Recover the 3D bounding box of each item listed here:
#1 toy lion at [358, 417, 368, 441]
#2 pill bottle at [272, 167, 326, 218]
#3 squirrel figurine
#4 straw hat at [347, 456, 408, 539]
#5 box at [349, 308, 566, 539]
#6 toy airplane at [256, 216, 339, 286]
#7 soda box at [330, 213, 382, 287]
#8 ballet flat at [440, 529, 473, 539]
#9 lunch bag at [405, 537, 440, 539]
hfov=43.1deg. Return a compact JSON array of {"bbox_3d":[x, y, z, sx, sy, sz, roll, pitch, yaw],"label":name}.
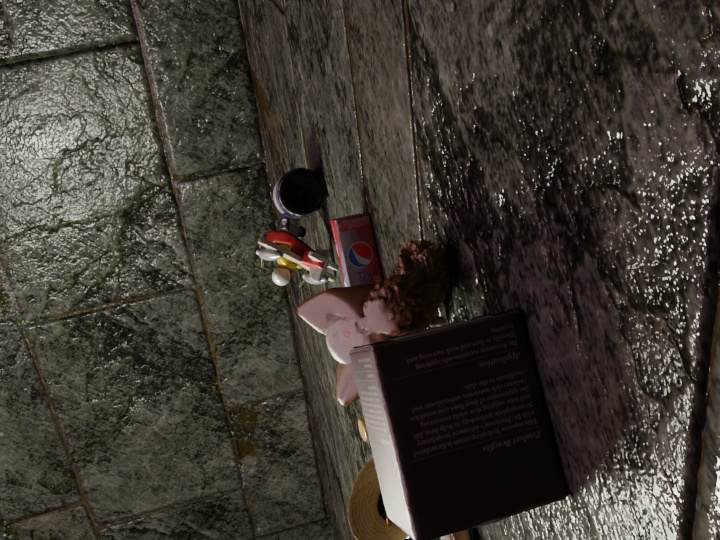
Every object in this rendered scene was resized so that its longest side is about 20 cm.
[{"bbox_3d":[0.043,0.272,1.783,0.192,0.068,0.201,-176,74,-73],"label":"toy lion"},{"bbox_3d":[-0.147,-0.177,2.121,0.200,0.111,0.113,-168,65,-80],"label":"pill bottle"},{"bbox_3d":[0.051,0.052,1.169,0.200,0.186,0.142,-40,76,38],"label":"squirrel figurine"},{"bbox_3d":[0.079,0.405,1.583,0.085,0.201,0.201,36,-163,-34],"label":"straw hat"},{"bbox_3d":[0.096,0.160,0.979,0.164,0.165,0.201,146,111,-79],"label":"box"},{"bbox_3d":[-0.149,-0.019,2.126,0.200,0.141,0.199,35,-176,-3],"label":"toy airplane"},{"bbox_3d":[0.000,0.000,1.639,0.070,0.063,0.201,-165,63,-78],"label":"soda box"},{"bbox_3d":[0.148,0.435,1.351,0.069,0.063,0.201,105,151,-70],"label":"ballet flat"},{"bbox_3d":[0.070,0.552,1.550,0.124,0.199,0.171,-120,19,-60],"label":"lunch bag"}]
